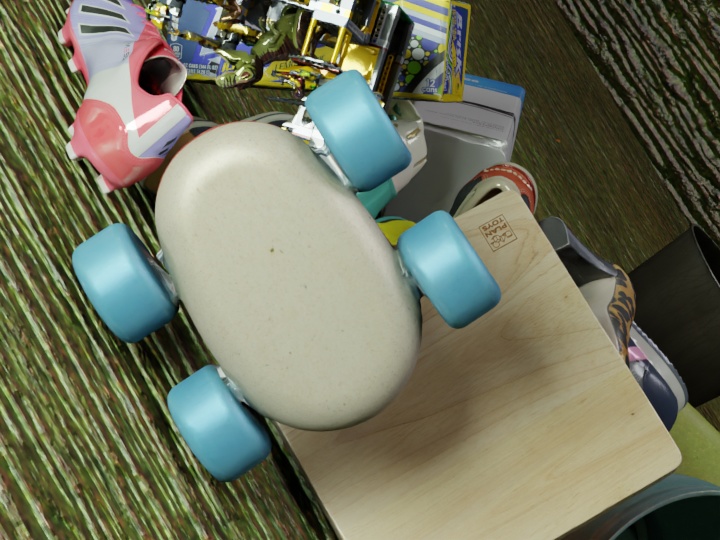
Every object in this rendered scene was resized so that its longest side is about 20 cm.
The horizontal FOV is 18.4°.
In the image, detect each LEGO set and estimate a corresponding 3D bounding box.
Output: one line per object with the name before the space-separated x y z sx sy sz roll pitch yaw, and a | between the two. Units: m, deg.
LEGO set | -0.051 -0.123 1.336 0.153 0.117 0.200 17 -2 4

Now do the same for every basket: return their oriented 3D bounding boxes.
basket | 0.247 0.072 1.951 0.180 0.199 0.137 37 26 -56

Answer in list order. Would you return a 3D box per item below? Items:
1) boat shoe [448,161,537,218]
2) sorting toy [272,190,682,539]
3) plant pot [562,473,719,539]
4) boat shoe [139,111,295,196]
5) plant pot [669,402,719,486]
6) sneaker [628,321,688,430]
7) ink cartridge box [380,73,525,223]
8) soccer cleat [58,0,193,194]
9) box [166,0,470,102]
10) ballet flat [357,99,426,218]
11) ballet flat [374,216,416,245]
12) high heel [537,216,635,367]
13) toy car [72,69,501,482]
boat shoe | 0.072 0.020 1.560 0.071 0.201 0.063 22 18 5
sorting toy | 0.057 0.088 1.345 0.199 0.199 0.070 59 -10 16
plant pot | 0.184 0.223 1.530 0.200 0.200 0.134 49 -10 -30
boat shoe | -0.072 -0.059 1.413 0.062 0.075 0.200 43 17 16
plant pot | 0.236 0.184 1.765 0.185 0.200 0.200 55 11 32
sneaker | 0.160 0.060 1.673 0.200 0.070 0.082 43 57 -7
ink cartridge box | 0.068 -0.063 1.726 0.084 0.145 0.200 14 17 4
soccer cleat | -0.136 -0.121 1.335 0.067 0.076 0.200 49 18 -31
box | -0.030 -0.156 1.510 0.064 0.199 0.071 -9 104 -74
ballet flat | 0.010 -0.090 1.527 0.200 0.070 0.068 -99 172 -66
ballet flat | 0.000 0.000 1.533 0.067 0.067 0.200 47 19 24
high heel | 0.172 0.074 1.565 0.143 0.071 0.201 40 39 -54
toy car | -0.041 -0.008 1.253 0.177 0.184 0.200 56 3 -9
